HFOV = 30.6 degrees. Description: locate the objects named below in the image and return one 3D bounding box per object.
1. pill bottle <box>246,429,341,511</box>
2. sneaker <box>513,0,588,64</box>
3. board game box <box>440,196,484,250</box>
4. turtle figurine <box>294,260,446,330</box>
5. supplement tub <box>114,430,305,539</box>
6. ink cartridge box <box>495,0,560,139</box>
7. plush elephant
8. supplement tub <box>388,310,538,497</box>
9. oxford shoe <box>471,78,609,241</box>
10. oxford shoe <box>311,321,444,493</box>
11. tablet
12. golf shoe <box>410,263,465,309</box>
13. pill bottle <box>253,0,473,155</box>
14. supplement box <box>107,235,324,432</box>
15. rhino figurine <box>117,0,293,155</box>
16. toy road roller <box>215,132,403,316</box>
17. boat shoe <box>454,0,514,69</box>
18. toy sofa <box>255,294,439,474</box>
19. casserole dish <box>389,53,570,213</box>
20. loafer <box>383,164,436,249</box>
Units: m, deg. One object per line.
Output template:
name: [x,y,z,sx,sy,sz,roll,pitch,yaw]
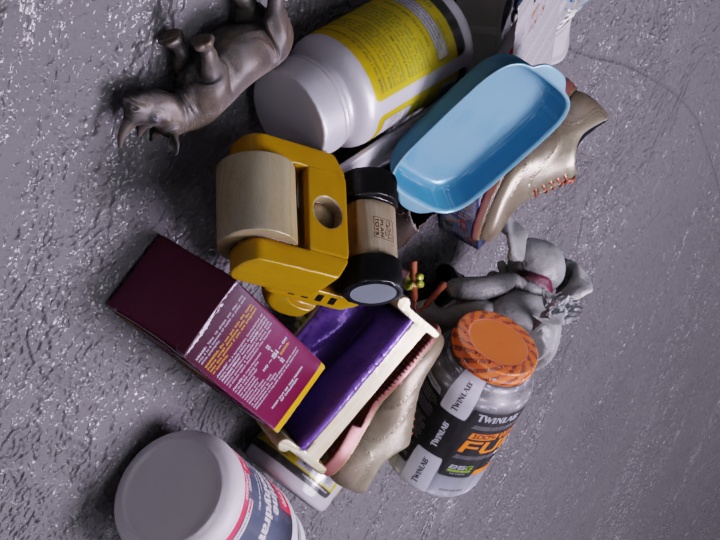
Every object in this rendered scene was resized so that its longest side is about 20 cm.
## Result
pill bottle: [-0.027,0.159,1.469,0.200,0.111,0.111,-52,146,-11]
sneaker: [0.221,-0.301,1.469,0.075,0.087,0.200,-46,145,-22]
board game box: [0.157,-0.155,1.494,0.200,0.062,0.200,-51,155,-13]
turtle figurine: [0.000,0.000,1.424,0.200,0.064,0.162,-22,123,-22]
supplement tub: [-0.150,0.262,1.359,0.140,0.140,0.200,-52,146,-11]
ink cartridge box: [0.158,-0.234,1.327,0.200,0.050,0.161,88,26,-48]
plush elephant: [0.182,0.026,1.532,0.165,0.200,0.155,42,42,-23]
supplement tub: [0.113,0.147,1.463,0.122,0.123,0.200,-22,147,-43]
oxford shoe: [0.193,-0.108,1.421,0.200,0.075,0.070,-56,173,3]
oxford shoe: [0.032,0.145,1.400,0.075,0.070,0.200,39,89,-23]
tablet: [0.024,-0.119,1.323,0.200,0.014,0.130,-35,176,-16]
golf shoe: [0.064,0.080,1.574,0.200,0.073,0.092,-52,129,-26]
pill bottle: [0.003,-0.187,1.245,0.200,0.114,0.114,-34,139,-33]
supplement box: [-0.133,0.063,1.259,0.086,0.110,0.200,-54,146,-10]
rhino figurine: [-0.133,-0.170,1.130,0.200,0.060,0.088,-46,141,-18]
toy road roller: [-0.062,-0.026,1.203,0.200,0.146,0.123,16,59,-35]
boat shoe: [0.131,-0.295,1.397,0.062,0.073,0.200,-98,-162,-73]
toy sofa: [-0.024,0.099,1.351,0.098,0.083,0.200,41,88,-27]
casserole dish: [0.110,-0.135,1.269,0.200,0.039,0.121,-42,139,22]
loafer: [0.061,-0.081,1.381,0.073,0.071,0.200,61,34,-27]
